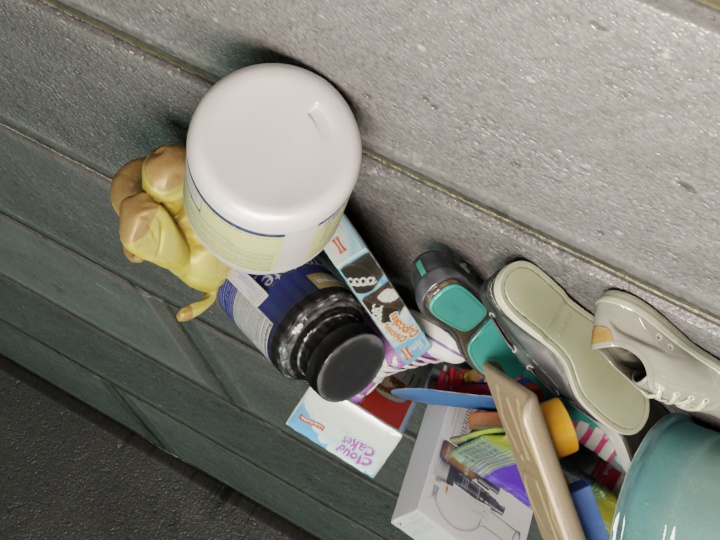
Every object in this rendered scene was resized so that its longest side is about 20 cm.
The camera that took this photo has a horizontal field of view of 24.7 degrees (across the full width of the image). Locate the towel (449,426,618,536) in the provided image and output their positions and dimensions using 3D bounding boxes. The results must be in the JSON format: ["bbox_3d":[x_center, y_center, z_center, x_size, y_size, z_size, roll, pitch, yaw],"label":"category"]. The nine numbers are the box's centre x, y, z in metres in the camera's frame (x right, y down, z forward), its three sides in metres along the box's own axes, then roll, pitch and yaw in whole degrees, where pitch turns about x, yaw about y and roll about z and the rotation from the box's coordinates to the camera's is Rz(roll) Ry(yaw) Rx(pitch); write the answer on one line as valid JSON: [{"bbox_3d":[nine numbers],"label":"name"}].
[{"bbox_3d":[0.195,0.224,1.684,0.200,0.023,0.144,36,156,-14],"label":"towel"}]

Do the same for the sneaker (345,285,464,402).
[{"bbox_3d":[0.036,0.094,1.732,0.072,0.115,0.200,21,178,-40],"label":"sneaker"}]

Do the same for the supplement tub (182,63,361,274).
[{"bbox_3d":[-0.080,-0.079,1.417,0.145,0.145,0.200,32,164,1],"label":"supplement tub"}]

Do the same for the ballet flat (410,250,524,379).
[{"bbox_3d":[0.103,0.039,1.574,0.073,0.073,0.200,20,165,37],"label":"ballet flat"}]

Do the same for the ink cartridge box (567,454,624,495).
[{"bbox_3d":[0.271,0.241,1.790,0.147,0.083,0.200,41,161,-25],"label":"ink cartridge box"}]

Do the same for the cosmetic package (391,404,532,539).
[{"bbox_3d":[0.127,0.239,1.853,0.151,0.201,0.052,39,135,-20],"label":"cosmetic package"}]

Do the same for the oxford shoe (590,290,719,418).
[{"bbox_3d":[0.273,0.093,1.411,0.200,0.058,0.075,35,161,-14],"label":"oxford shoe"}]

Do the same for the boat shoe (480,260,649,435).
[{"bbox_3d":[0.180,0.073,1.487,0.199,0.075,0.066,41,156,-17],"label":"boat shoe"}]

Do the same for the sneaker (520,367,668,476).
[{"bbox_3d":[0.224,0.149,1.608,0.200,0.084,0.121,48,154,-21],"label":"sneaker"}]

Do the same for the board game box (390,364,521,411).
[{"bbox_3d":[0.133,0.124,1.756,0.199,0.039,0.158,6,170,8],"label":"board game box"}]

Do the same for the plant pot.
[{"bbox_3d":[0.356,0.247,1.490,0.195,0.201,0.200,10,154,34],"label":"plant pot"}]

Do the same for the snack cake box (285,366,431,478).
[{"bbox_3d":[0.002,0.141,1.851,0.115,0.067,0.200,33,-159,1],"label":"snack cake box"}]

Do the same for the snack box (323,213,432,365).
[{"bbox_3d":[0.000,0.000,1.605,0.116,0.037,0.200,56,180,37],"label":"snack box"}]

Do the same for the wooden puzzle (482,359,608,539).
[{"bbox_3d":[0.174,0.179,1.503,0.200,0.046,0.186,-124,15,-80],"label":"wooden puzzle"}]

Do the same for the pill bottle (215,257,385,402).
[{"bbox_3d":[-0.065,0.045,1.714,0.200,0.112,0.112,43,173,38],"label":"pill bottle"}]

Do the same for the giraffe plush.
[{"bbox_3d":[-0.183,-0.063,1.656,0.162,0.172,0.201,32,151,48],"label":"giraffe plush"}]

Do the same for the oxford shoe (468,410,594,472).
[{"bbox_3d":[0.197,0.191,1.749,0.071,0.073,0.199,14,168,-41],"label":"oxford shoe"}]
